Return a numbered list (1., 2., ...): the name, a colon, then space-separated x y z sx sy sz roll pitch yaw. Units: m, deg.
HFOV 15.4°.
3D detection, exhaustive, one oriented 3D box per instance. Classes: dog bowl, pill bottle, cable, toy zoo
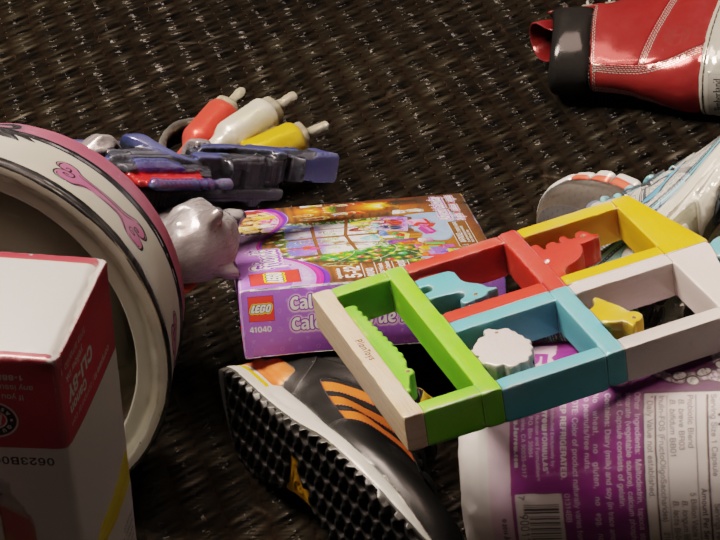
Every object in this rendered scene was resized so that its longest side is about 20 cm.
1. dog bowl: -0.175 0.016 1.326 0.200 0.201 0.074 7 30 16
2. pill bottle: 0.151 0.086 1.252 0.199 0.113 0.112 -3 31 10
3. cable: -0.112 -0.054 1.580 0.097 0.050 0.200 21 39 32
4. toy zoo: 0.091 0.017 1.252 0.200 0.021 0.131 -17 30 -13

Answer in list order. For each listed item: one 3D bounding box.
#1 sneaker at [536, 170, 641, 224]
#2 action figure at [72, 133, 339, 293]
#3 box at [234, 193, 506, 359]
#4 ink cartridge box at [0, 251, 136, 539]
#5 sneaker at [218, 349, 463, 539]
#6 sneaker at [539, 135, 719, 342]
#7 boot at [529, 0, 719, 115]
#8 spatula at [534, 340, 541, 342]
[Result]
1. sneaker: 0.141 0.011 1.432 0.082 0.077 0.200 -24 36 -21
2. action figure: -0.111 -0.022 1.430 0.200 0.105 0.193 -1 6 -32
3. box: 0.000 0.000 1.438 0.136 0.039 0.200 -5 13 -4
4. ink cartridge box: -0.182 0.094 1.198 0.145 0.200 0.083 3 34 9
5. sneaker: 0.010 0.087 1.316 0.090 0.070 0.200 -23 34 -24
6. sneaker: 0.154 -0.026 1.370 0.086 0.078 0.200 14 43 36
7. boot: 0.190 -0.173 1.738 0.144 0.073 0.200 6 36 18
8. spatula: 0.143 0.074 1.360 0.021 0.057 0.200 -40 49 -10
